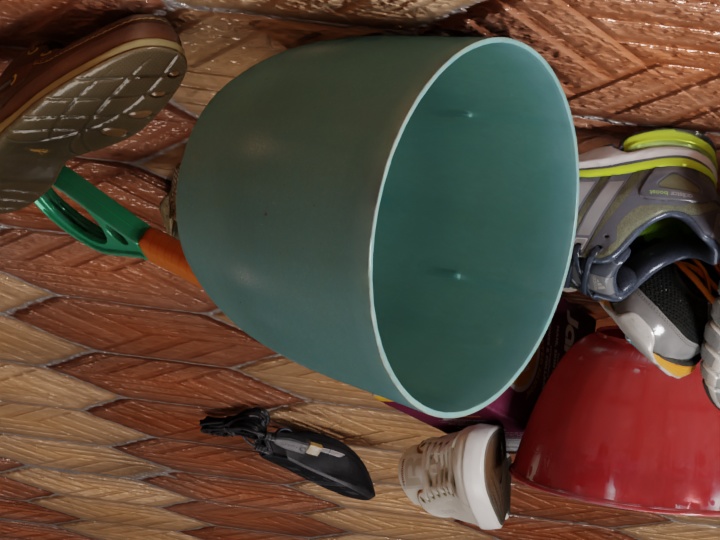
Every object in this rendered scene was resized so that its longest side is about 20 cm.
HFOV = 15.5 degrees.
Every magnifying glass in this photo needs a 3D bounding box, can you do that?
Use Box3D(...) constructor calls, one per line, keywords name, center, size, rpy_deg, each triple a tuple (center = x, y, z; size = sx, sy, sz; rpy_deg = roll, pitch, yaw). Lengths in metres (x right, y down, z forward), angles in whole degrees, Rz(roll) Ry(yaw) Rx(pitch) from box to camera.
Box3D(name="magnifying glass", center=(-0.153, -0.024, 1.738), size=(0.199, 0.022, 0.080), rpy_deg=(24, 157, 38))

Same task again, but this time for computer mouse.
Box3D(name="computer mouse", center=(-0.054, 0.176, 2.661), size=(0.199, 0.046, 0.140), rpy_deg=(26, 165, -20))

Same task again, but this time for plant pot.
Box3D(name="plant pot", center=(-0.001, -0.035, 1.422), size=(0.160, 0.202, 0.200), rpy_deg=(11, 171, 35))

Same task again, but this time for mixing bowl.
Box3D(name="mixing bowl", center=(0.207, 0.099, 1.858), size=(0.199, 0.109, 0.200), rpy_deg=(4, -174, 0))

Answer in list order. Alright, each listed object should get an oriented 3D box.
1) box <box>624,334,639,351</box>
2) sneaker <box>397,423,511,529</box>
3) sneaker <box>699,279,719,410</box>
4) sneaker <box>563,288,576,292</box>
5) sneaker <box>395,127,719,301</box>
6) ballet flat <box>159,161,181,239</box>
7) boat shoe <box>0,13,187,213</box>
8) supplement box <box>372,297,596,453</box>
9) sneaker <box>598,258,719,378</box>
Box3D(name="box", center=(0.275, 0.016, 1.696), size=(0.199, 0.083, 0.049), rpy_deg=(3, 167, 21))
Box3D(name="sneaker", center=(0.066, 0.154, 1.932), size=(0.084, 0.073, 0.200), rpy_deg=(3, 168, 5))
Box3D(name="sneaker", center=(0.260, 0.037, 1.505), size=(0.115, 0.075, 0.201), rpy_deg=(33, 147, 29))
Box3D(name="sneaker", center=(0.088, -0.038, 1.587), size=(0.199, 0.078, 0.082), rpy_deg=(12, 165, -17))
Box3D(name="sneaker", center=(0.116, -0.019, 1.512), size=(0.199, 0.081, 0.074), rpy_deg=(-18, 138, 3))
Box3D(name="ballet flat", center=(-0.105, -0.027, 1.772), size=(0.070, 0.066, 0.200), rpy_deg=(7, 167, 1))
Box3D(name="boat shoe", center=(-0.175, -0.100, 1.498), size=(0.072, 0.068, 0.200), rpy_deg=(12, 150, -40))
Box3D(name="supplement box", center=(0.094, 0.063, 1.937), size=(0.085, 0.111, 0.200), rpy_deg=(0, 165, 28))
Box3D(name="sneaker", center=(0.208, 0.002, 1.584), size=(0.077, 0.078, 0.200), rpy_deg=(-45, 171, 32))
